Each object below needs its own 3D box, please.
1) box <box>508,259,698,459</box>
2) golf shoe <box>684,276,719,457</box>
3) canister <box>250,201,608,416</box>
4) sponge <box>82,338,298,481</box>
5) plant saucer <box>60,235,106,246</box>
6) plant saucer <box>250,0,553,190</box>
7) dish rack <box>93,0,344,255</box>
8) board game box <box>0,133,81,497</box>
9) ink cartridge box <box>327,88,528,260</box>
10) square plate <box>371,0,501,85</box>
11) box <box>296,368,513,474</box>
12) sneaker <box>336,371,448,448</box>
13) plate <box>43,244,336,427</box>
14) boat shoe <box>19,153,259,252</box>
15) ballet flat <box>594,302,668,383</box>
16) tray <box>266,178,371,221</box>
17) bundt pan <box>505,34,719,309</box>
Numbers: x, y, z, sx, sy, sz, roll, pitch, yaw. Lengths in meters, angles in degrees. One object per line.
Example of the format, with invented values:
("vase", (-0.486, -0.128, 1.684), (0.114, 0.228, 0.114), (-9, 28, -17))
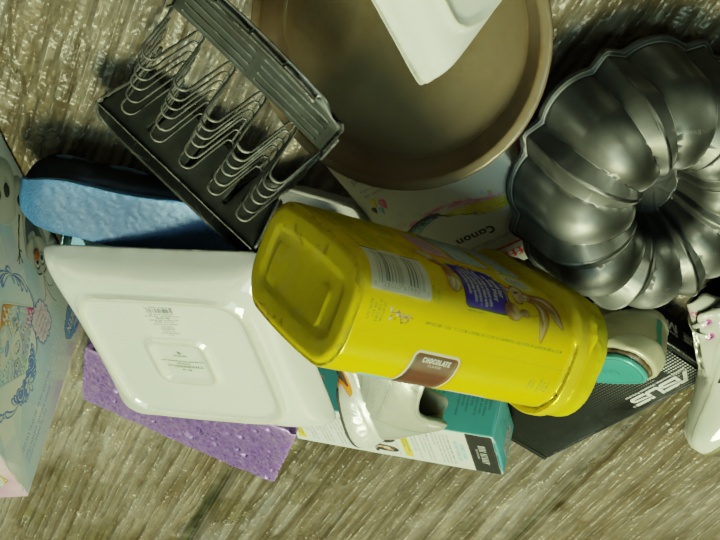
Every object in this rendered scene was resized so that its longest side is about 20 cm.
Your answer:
("box", (0.167, 0.075, 1.006), (0.193, 0.048, 0.200), (34, 132, -25))
("golf shoe", (0.294, 0.051, 0.928), (0.091, 0.073, 0.201), (16, 102, -9))
("canister", (0.043, 0.025, 0.764), (0.199, 0.148, 0.087), (14, 104, -33))
("sponge", (-0.154, 0.122, 1.038), (0.199, 0.030, 0.112), (23, 146, 0))
("plant saucer", (-0.147, -0.004, 0.952), (0.198, 0.019, 0.070), (15, 118, -9))
("plant saucer", (0.026, -0.151, 0.743), (0.198, 0.029, 0.202), (6, 112, 16))
("dish rack", (-0.093, -0.100, 0.760), (0.153, 0.055, 0.200), (43, 157, -6))
("board game box", (-0.282, 0.033, 0.878), (0.043, 0.201, 0.200), (-5, 135, 11))
("ink cartridge box", (0.075, -0.057, 0.862), (0.116, 0.068, 0.200), (-23, 130, 24))
("square plate", (0.068, -0.218, 0.595), (0.028, 0.201, 0.198), (33, 173, 29))
("box", (0.031, 0.127, 1.022), (0.198, 0.049, 0.082), (7, 151, 18))
("sneaker", (0.017, 0.051, 0.908), (0.091, 0.076, 0.201), (-8, 125, 19))
("plate", (-0.135, 0.062, 0.908), (0.198, 0.032, 0.201), (3, 137, 20))
("boat shoe", (-0.155, -0.052, 0.884), (0.199, 0.069, 0.084), (22, 123, -13))
("ballet flat", (0.151, 0.058, 0.902), (0.199, 0.070, 0.069), (-6, 141, 44))
("tray", (0.000, 0.000, 0.932), (0.107, 0.022, 0.201), (17, 149, 39))
("bundt pan", (0.207, -0.056, 0.803), (0.200, 0.076, 0.203), (-10, 124, -15))
